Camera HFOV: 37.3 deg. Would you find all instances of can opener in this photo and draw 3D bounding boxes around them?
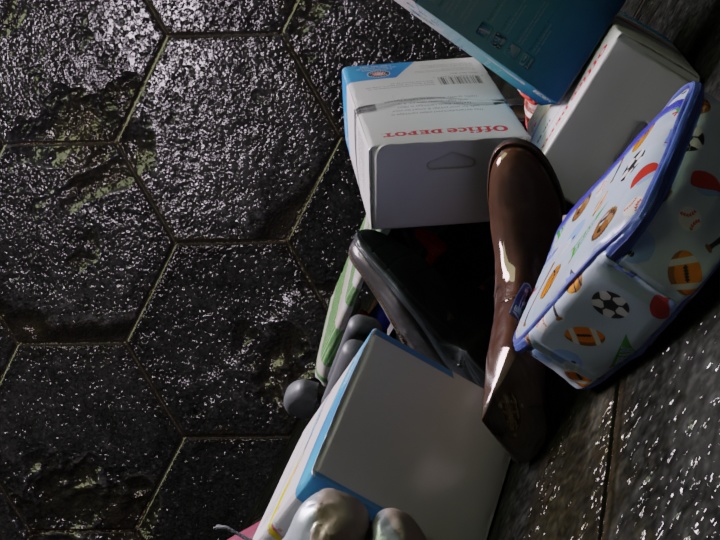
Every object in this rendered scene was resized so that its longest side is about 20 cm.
[{"bbox_3d":[-0.028,0.108,0.993,0.201,0.065,0.053,118,167,-54],"label":"can opener"}]

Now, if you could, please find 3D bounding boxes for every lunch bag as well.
[{"bbox_3d":[0.177,-0.021,0.707,0.162,0.075,0.200,-61,3,-33],"label":"lunch bag"}]

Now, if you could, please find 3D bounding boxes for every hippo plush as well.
[{"bbox_3d":[-0.028,0.260,0.741,0.161,0.196,0.162,91,-170,-45],"label":"hippo plush"}]

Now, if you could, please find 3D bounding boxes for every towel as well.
[{"bbox_3d":[0.000,0.000,1.074,0.153,0.023,0.202,-77,9,-58],"label":"towel"}]

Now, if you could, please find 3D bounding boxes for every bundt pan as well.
[{"bbox_3d":[0.105,-0.051,1.136,0.200,0.076,0.203,-30,-26,-16],"label":"bundt pan"}]

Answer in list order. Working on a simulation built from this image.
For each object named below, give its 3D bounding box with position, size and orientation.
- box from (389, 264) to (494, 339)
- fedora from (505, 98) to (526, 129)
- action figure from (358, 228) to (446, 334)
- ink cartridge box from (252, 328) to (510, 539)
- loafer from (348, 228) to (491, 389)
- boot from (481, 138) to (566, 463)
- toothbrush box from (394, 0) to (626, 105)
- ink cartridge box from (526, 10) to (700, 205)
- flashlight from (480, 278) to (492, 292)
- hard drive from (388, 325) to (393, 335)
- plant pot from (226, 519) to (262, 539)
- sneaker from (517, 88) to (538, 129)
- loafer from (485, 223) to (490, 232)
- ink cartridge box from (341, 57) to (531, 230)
[{"bbox_3d":[0.060,0.123,1.064,0.202,0.103,0.148,-60,3,27],"label":"box"},{"bbox_3d":[0.176,-0.141,1.346,0.201,0.196,0.094,129,136,-73],"label":"fedora"},{"bbox_3d":[0.023,0.039,1.061,0.201,0.051,0.066,117,177,-48],"label":"action figure"},{"bbox_3d":[0.015,0.183,0.896,0.201,0.145,0.147,-57,6,51],"label":"ink cartridge box"},{"bbox_3d":[0.052,0.052,0.923,0.072,0.201,0.072,-48,-16,31],"label":"loafer"},{"bbox_3d":[0.120,0.020,0.818,0.201,0.063,0.189,-61,-39,-57],"label":"boot"},{"bbox_3d":[0.126,-0.261,0.930,0.148,0.198,0.085,-57,5,6],"label":"toothbrush box"},{"bbox_3d":[0.222,-0.150,0.971,0.146,0.084,0.201,-60,5,22],"label":"ink cartridge box"},{"bbox_3d":[0.099,0.076,1.254,0.067,0.068,0.203,-2,54,36],"label":"flashlight"},{"bbox_3d":[0.083,0.040,1.317,0.201,0.026,0.133,-57,-37,-39],"label":"hard drive"},{"bbox_3d":[-0.119,0.379,1.199,0.202,0.199,0.179,-59,-12,31],"label":"plant pot"},{"bbox_3d":[0.183,-0.192,1.111,0.109,0.198,0.068,-66,31,33],"label":"sneaker"},{"bbox_3d":[0.160,-0.070,1.249,0.198,0.064,0.072,-33,4,7],"label":"loafer"},{"bbox_3d":[0.064,-0.124,1.006,0.201,0.142,0.085,-104,12,-59],"label":"ink cartridge box"}]
